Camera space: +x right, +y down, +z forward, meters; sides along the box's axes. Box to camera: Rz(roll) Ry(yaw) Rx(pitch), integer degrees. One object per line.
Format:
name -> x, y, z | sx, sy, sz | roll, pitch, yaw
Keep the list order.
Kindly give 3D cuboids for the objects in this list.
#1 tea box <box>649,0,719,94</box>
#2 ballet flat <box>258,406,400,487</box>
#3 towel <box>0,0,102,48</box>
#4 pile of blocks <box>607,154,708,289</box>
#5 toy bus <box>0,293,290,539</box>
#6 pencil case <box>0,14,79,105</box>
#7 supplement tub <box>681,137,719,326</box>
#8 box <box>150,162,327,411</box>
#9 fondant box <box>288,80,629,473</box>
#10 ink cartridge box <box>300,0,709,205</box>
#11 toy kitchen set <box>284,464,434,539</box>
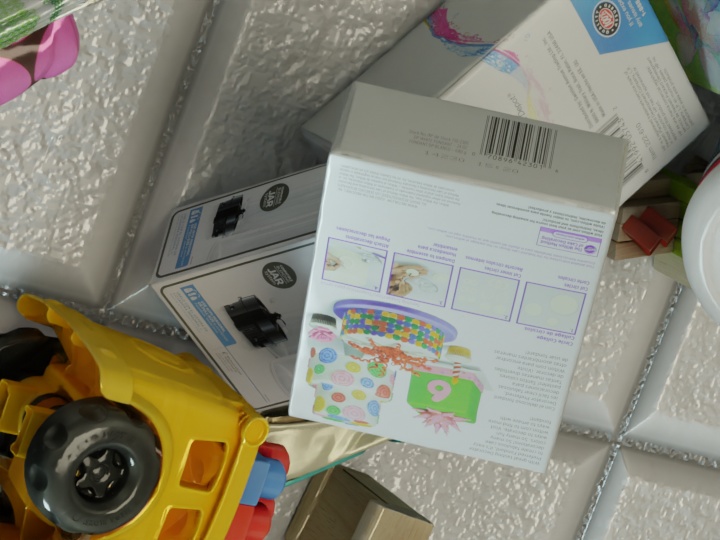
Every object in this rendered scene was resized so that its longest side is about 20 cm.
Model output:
tea box -> 0.253, -0.208, 1.481 | 0.133, 0.196, 0.201 | -23, 118, -23
ballet flat -> 0.004, 0.079, 1.522 | 0.199, 0.069, 0.070 | -16, 117, -26
towel -> -0.187, -0.180, 1.255 | 0.199, 0.150, 0.031 | -28, 164, -17
pile of blocks -> 0.229, -0.019, 1.625 | 0.199, 0.062, 0.083 | 22, 96, -37
toy bus -> -0.130, 0.134, 1.410 | 0.191, 0.136, 0.201 | 16, 100, -35
pencil case -> -0.244, -0.103, 1.277 | 0.199, 0.091, 0.094 | -30, 112, -17
supplement tub -> 0.278, -0.050, 1.545 | 0.200, 0.139, 0.141 | -57, 141, -54
box -> 0.000, 0.000, 1.411 | 0.117, 0.199, 0.060 | 56, 32, -35
fondant box -> 0.047, 0.007, 1.322 | 0.143, 0.058, 0.201 | 12, 135, 2
ink cartridge box -> 0.084, -0.083, 1.493 | 0.200, 0.085, 0.145 | -42, 125, -13
toy kitchen set -> -0.058, 0.215, 1.471 | 0.180, 0.163, 0.201 | 22, 96, -36
